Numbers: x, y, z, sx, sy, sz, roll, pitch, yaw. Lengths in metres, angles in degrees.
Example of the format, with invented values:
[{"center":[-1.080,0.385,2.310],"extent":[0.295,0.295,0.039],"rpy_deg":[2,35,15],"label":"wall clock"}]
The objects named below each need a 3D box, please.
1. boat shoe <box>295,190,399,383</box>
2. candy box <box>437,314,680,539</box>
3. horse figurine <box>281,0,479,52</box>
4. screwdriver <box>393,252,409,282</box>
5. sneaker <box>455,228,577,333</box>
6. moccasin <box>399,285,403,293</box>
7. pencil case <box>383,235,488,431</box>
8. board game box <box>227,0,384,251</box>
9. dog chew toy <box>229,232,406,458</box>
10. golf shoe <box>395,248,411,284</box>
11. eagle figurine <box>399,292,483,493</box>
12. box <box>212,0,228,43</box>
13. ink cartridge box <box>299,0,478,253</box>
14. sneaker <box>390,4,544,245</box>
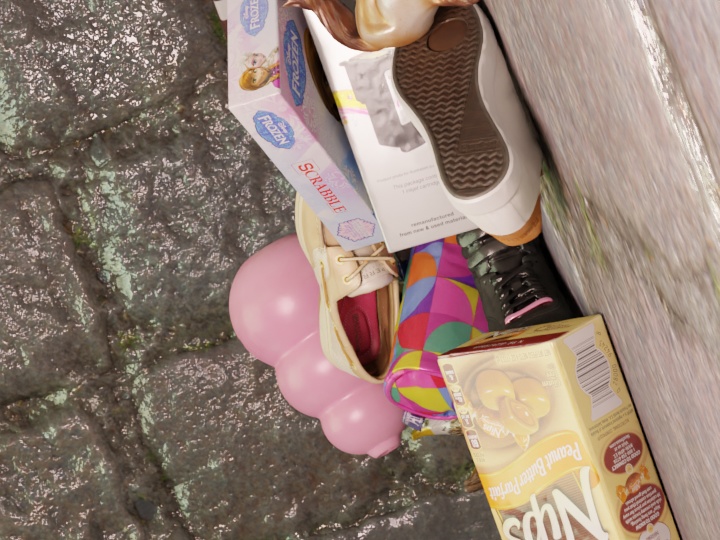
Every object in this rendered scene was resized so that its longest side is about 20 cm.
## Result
[{"center":[0.000,0.000,1.526],"extent":[0.069,0.074,0.200],"rpy_deg":[37,144,52],"label":"boat shoe"},{"center":[0.137,0.136,1.291],"extent":[0.115,0.055,0.200],"rpy_deg":[-12,99,51],"label":"candy box"},{"center":[0.022,-0.197,1.242],"extent":[0.200,0.050,0.133],"rpy_deg":[-41,69,54],"label":"horse figurine"},{"center":[0.028,-0.022,1.576],"extent":[0.200,0.029,0.028],"rpy_deg":[64,162,-12],"label":"screwdriver"},{"center":[0.109,0.010,1.405],"extent":[0.200,0.071,0.099],"rpy_deg":[-94,-21,-77],"label":"sneaker"},{"center":[0.018,-0.072,1.774],"extent":[0.074,0.078,0.201],"rpy_deg":[-103,5,-75],"label":"moccasin"},{"center":[0.072,0.027,1.525],"extent":[0.088,0.088,0.200],"rpy_deg":[70,-154,-53],"label":"pencil case"},{"center":[-0.037,-0.148,1.407],"extent":[0.200,0.041,0.200],"rpy_deg":[50,-150,-53],"label":"board game box"},{"center":[-0.027,0.069,1.650],"extent":[0.200,0.125,0.125],"rpy_deg":[60,178,11],"label":"dog chew toy"},{"center":[0.030,-0.016,1.628],"extent":[0.200,0.092,0.075],"rpy_deg":[43,164,-19],"label":"golf shoe"},{"center":[0.101,0.099,1.669],"extent":[0.152,0.151,0.200],"rpy_deg":[93,165,-65],"label":"eagle figurine"},{"center":[-0.058,-0.301,1.510],"extent":[0.200,0.166,0.164],"rpy_deg":[71,-178,-54],"label":"box"},{"center":[0.035,-0.134,1.404],"extent":[0.146,0.083,0.200],"rpy_deg":[-62,-47,-69],"label":"ink cartridge box"},{"center":[0.073,-0.095,1.263],"extent":[0.085,0.073,0.200],"rpy_deg":[47,-155,-45],"label":"sneaker"}]
